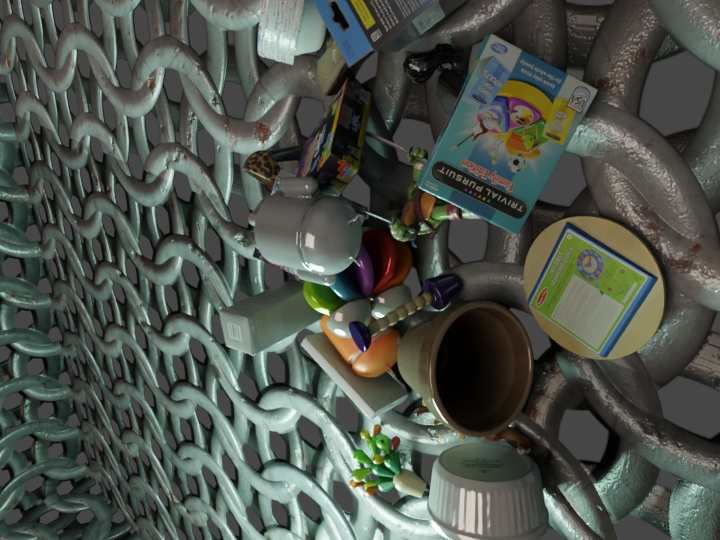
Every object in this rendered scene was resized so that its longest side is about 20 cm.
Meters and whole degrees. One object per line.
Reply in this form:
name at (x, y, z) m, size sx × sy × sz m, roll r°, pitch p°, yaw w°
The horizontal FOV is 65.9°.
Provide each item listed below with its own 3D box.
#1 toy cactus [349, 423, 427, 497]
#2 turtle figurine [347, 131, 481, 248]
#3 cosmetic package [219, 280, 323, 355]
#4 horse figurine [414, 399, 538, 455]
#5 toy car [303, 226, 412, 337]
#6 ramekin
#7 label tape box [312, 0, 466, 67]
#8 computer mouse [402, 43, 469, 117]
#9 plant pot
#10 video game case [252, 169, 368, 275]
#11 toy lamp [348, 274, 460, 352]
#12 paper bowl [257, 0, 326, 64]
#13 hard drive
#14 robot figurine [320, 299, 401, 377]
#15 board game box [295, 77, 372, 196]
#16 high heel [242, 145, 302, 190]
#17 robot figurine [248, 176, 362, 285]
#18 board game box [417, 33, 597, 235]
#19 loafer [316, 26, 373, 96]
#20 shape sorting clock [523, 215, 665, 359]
toy cactus at (0.060, 0.415, 1.156) m, size 0.163 × 0.102 × 0.203 m, roll 23°, pitch 121°, yaw 14°
turtle figurine at (0.091, -0.120, 0.840) m, size 0.191 × 0.144 × 0.202 m, roll -13°, pitch 116°, yaw 36°
cosmetic package at (-0.184, 0.093, 1.169) m, size 0.106 × 0.198 × 0.092 m, roll 7°, pitch 110°, yaw 44°
horse figurine at (0.187, 0.256, 0.944) m, size 0.198 × 0.131 × 0.051 m, roll 15°, pitch 94°, yaw 48°
toy car at (0.000, 0.000, 0.938) m, size 0.177 × 0.197 × 0.151 m, roll 62°, pitch 153°, yaw 22°
ramekin at (0.204, 0.355, 0.904) m, size 0.200 × 0.200 × 0.096 m, roll 2°, pitch 96°, yaw 43°
label tape box at (0.040, -0.399, 0.784) m, size 0.198 × 0.063 × 0.146 m, roll -31°, pitch 84°, yaw 19°
computer mouse at (0.152, -0.230, 0.768) m, size 0.052 × 0.138 × 0.202 m, roll -29°, pitch 96°, yaw 45°
plant pot at (0.146, 0.148, 0.892) m, size 0.174 × 0.198 × 0.204 m, roll -4°, pitch 105°, yaw 62°
video game case at (-0.101, -0.072, 1.070) m, size 0.178 × 0.036 × 0.202 m, roll 22°, pitch 129°, yaw -5°
toy lamp at (0.076, 0.063, 0.903) m, size 0.058 × 0.197 × 0.059 m, roll 52°, pitch 158°, yaw 32°
paper bowl at (-0.098, -0.438, 0.892) m, size 0.201 × 0.102 × 0.205 m, roll -169°, pitch 90°, yaw -80°
hard drive at (-0.010, 0.194, 1.086) m, size 0.200 × 0.131 × 0.026 m, roll 43°, pitch 115°, yaw 23°
robot figurine at (0.002, 0.117, 1.058) m, size 0.201 × 0.116 × 0.145 m, roll 51°, pitch 132°, yaw 18°
board game box at (-0.053, -0.196, 0.933) m, size 0.056 × 0.203 × 0.165 m, roll 26°, pitch 137°, yaw -20°
high heel at (-0.152, -0.136, 1.082) m, size 0.071 × 0.141 × 0.204 m, roll -8°, pitch 101°, yaw 45°
robot figurine at (-0.078, -0.058, 0.827) m, size 0.197 × 0.113 × 0.172 m, roll 13°, pitch 127°, yaw 36°
board game box at (0.183, -0.170, 0.715) m, size 0.149 × 0.047 × 0.203 m, roll 24°, pitch 108°, yaw -4°
loafer at (-0.018, -0.369, 0.903) m, size 0.069 × 0.075 × 0.199 m, roll 55°, pitch 136°, yaw 3°
shape sorting clock at (0.314, 0.024, 0.764) m, size 0.198 × 0.039 × 0.204 m, roll 21°, pitch 122°, yaw 39°
